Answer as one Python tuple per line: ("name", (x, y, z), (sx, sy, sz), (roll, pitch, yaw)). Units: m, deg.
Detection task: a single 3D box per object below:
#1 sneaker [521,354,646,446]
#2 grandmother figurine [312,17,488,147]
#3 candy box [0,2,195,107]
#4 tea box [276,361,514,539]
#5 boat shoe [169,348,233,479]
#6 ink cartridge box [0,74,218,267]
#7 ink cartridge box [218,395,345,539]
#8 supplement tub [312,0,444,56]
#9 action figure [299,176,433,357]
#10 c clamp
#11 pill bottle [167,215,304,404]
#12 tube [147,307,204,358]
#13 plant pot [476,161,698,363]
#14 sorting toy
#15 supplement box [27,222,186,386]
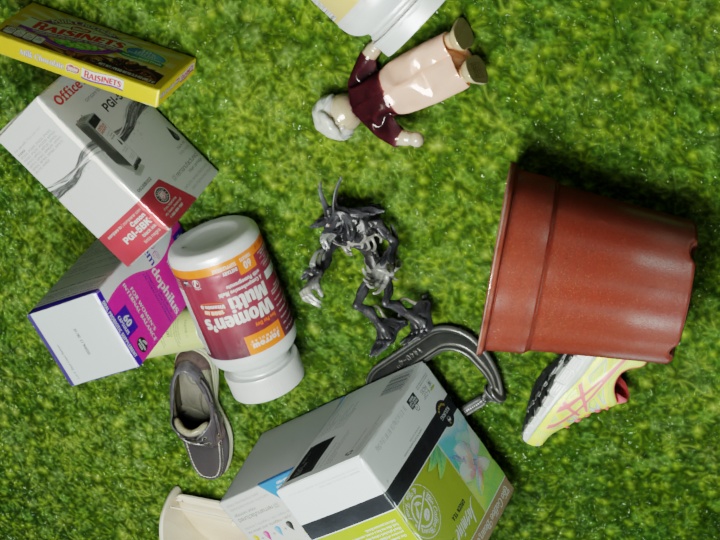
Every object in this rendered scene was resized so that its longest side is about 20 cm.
("sneaker", (0.247, 0.134, 1.633), (0.090, 0.078, 0.200), (28, 128, -6))
("grandmother figurine", (0.034, -0.183, 1.532), (0.200, 0.061, 0.121), (-19, 85, 32))
("candy box", (-0.288, -0.233, 1.590), (0.200, 0.102, 0.026), (20, 120, 8))
("tea box", (0.044, 0.249, 1.674), (0.134, 0.200, 0.197), (-26, 105, 35))
("boat shoe", (-0.204, 0.184, 1.839), (0.072, 0.065, 0.200), (8, 123, 16))
("ink cartridge box", (-0.274, -0.127, 1.623), (0.200, 0.147, 0.083), (45, 124, -11))
("ink cartridge box", (-0.037, 0.289, 1.791), (0.147, 0.145, 0.200), (-28, 107, 33))
("supplement tub", (-0.005, -0.316, 1.406), (0.200, 0.145, 0.145), (42, 125, -8))
("action figure", (0.000, 0.000, 1.628), (0.119, 0.102, 0.200), (-15, 116, 40))
("c clamp", (0.096, 0.154, 1.736), (0.171, 0.027, 0.200), (44, 127, -3))
("pill bottle", (-0.138, 0.046, 1.702), (0.109, 0.110, 0.200), (-8, 117, 25))
("tube", (-0.270, 0.081, 1.809), (0.200, 0.058, 0.052), (-8, 133, 27))
("plant pot", (0.230, 0.005, 1.499), (0.195, 0.201, 0.201), (11, 124, 4))
("sorting toy", (-0.176, 0.381, 1.880), (0.200, 0.180, 0.107), (8, 123, 16))
("supplement box", (-0.271, 0.027, 1.685), (0.103, 0.200, 0.101), (-17, 114, 27))
